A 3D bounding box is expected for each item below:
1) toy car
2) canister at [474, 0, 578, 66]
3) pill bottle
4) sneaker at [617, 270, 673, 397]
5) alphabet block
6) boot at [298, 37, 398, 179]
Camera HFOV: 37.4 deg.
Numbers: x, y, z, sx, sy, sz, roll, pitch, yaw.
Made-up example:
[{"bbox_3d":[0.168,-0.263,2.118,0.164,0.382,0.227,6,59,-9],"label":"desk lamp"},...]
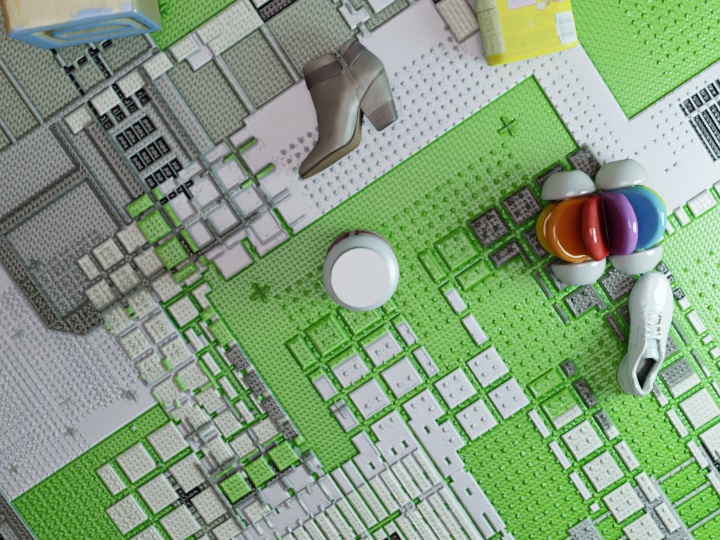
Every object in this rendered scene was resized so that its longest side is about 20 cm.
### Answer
[{"bbox_3d":[0.369,-0.070,1.595,0.200,0.150,0.175,-11,96,1],"label":"toy car"},{"bbox_3d":[0.238,-0.418,1.590,0.148,0.087,0.200,-12,97,1],"label":"canister"},{"bbox_3d":[0.000,0.000,1.575,0.112,0.200,0.113,0,96,0],"label":"pill bottle"},{"bbox_3d":[0.451,0.101,1.651,0.070,0.080,0.201,8,95,1],"label":"sneaker"},{"bbox_3d":[-0.408,-0.440,1.529,0.195,0.196,0.200,-10,96,-1],"label":"alphabet block"},{"bbox_3d":[-0.044,-0.251,1.621,0.200,0.070,0.146,-33,89,2],"label":"boot"}]
